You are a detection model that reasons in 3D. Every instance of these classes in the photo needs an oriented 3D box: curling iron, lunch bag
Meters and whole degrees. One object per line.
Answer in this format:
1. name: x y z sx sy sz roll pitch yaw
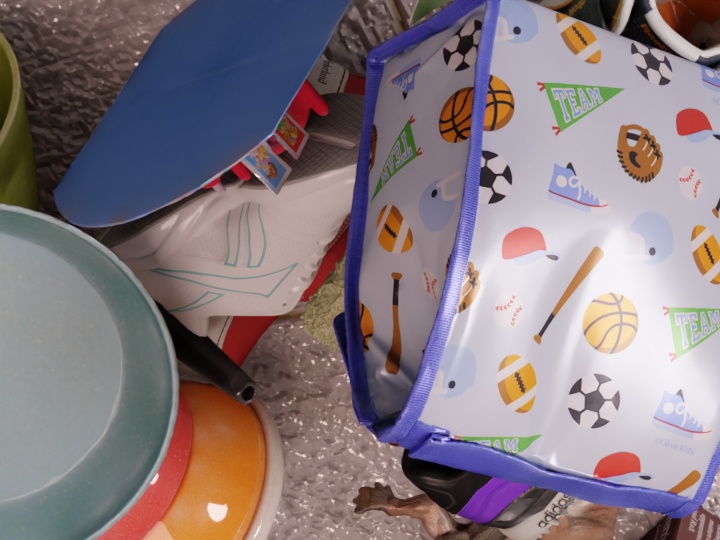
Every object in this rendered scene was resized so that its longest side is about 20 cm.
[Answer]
1. curling iron: -0.110 0.032 1.532 0.200 0.026 0.050 25 101 48
2. lunch bag: 0.084 0.001 1.318 0.170 0.200 0.124 15 157 -27

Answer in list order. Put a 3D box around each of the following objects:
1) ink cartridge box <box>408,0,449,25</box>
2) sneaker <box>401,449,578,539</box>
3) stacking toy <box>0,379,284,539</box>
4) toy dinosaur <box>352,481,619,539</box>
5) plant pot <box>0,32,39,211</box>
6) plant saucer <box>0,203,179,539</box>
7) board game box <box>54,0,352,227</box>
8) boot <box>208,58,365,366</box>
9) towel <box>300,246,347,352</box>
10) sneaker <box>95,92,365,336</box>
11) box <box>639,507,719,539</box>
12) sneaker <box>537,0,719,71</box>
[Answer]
1. ink cartridge box: 0.106 -0.198 1.309 0.048 0.146 0.200 35 128 18
2. sneaker: 0.088 0.047 1.445 0.099 0.070 0.200 21 118 -24
3. stacking toy: -0.151 0.090 1.519 0.146 0.146 0.200 -31 133 31
4. toy dinosaur: 0.091 0.150 1.592 0.200 0.086 0.136 -34 131 14
5. plant pot: -0.241 -0.008 1.536 0.187 0.187 0.200 1 137 15
6. plant saucer: -0.188 0.053 1.423 0.200 0.036 0.200 -3 114 -7
7. board game box: -0.058 -0.080 1.406 0.158 0.200 0.039 -15 126 43
8. boot: 0.000 0.000 1.526 0.144 0.072 0.200 25 125 -6
9. towel: 0.080 -0.001 1.469 0.200 0.036 0.148 11 126 -34
10. sneaker: -0.039 -0.026 1.434 0.200 0.070 0.080 -21 118 43
11. box: 0.138 0.227 1.620 0.075 0.100 0.200 37 125 -11
12. sneaker: 0.130 -0.110 1.407 0.078 0.079 0.200 37 126 -12
